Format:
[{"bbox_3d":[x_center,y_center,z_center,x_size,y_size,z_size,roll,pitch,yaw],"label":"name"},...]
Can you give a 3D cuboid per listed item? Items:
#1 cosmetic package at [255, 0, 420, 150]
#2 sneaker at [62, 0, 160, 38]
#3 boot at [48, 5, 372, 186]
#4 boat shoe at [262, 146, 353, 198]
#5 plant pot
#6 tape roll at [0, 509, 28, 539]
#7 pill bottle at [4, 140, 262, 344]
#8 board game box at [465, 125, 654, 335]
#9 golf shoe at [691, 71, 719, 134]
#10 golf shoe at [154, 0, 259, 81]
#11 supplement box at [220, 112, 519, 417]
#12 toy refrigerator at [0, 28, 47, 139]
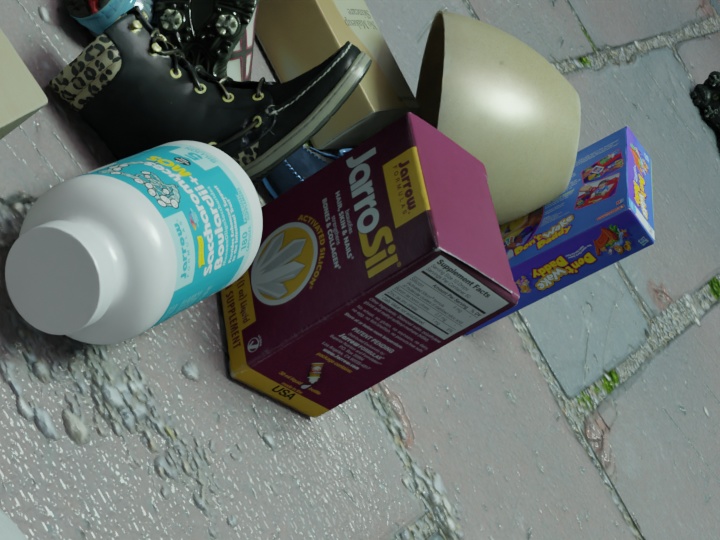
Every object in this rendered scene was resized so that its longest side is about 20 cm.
[{"bbox_3d":[-0.036,-0.212,1.700,0.200,0.071,0.105,62,26,6],"label":"cosmetic package"},{"bbox_3d":[-0.176,-0.237,1.501,0.096,0.079,0.200,51,34,-35],"label":"sneaker"},{"bbox_3d":[-0.109,-0.134,1.359,0.154,0.203,0.073,50,15,-7],"label":"boot"},{"bbox_3d":[-0.007,-0.061,1.596,0.200,0.069,0.084,36,34,-38],"label":"boat shoe"},{"bbox_3d":[0.121,-0.123,1.694,0.134,0.201,0.201,7,43,-6],"label":"plant pot"},{"bbox_3d":[-0.231,0.196,0.948,0.200,0.066,0.201,41,31,-31],"label":"tape roll"},{"bbox_3d":[-0.152,-0.017,1.255,0.111,0.111,0.200,58,26,-1],"label":"pill bottle"},{"bbox_3d":[0.170,-0.036,1.727,0.045,0.200,0.135,49,28,-26],"label":"board game box"},{"bbox_3d":[0.546,-0.189,2.677,0.094,0.078,0.200,8,57,-58],"label":"golf shoe"},{"bbox_3d":[-0.116,-0.168,1.460,0.088,0.077,0.201,23,77,-79],"label":"golf shoe"},{"bbox_3d":[0.000,0.000,1.400,0.103,0.200,0.131,31,36,-43],"label":"supplement box"},{"bbox_3d":[-0.296,-0.164,1.211,0.200,0.070,0.076,56,34,-5],"label":"toy refrigerator"}]
